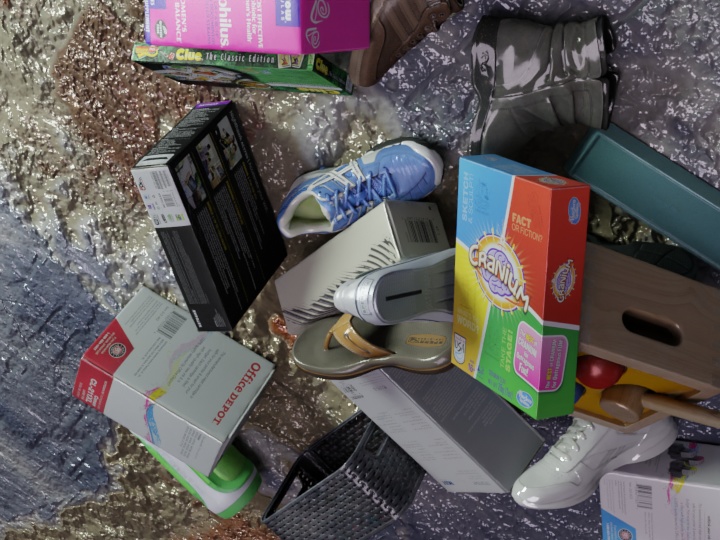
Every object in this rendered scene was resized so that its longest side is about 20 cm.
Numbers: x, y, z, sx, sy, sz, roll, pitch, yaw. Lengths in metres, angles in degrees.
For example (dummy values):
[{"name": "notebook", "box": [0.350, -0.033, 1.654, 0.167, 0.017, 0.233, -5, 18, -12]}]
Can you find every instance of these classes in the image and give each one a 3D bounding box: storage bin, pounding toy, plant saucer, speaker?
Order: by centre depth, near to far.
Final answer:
[{"name": "pounding toy", "box": [0.255, 0.088, 1.062, 0.198, 0.143, 0.184, 19, 153, -14]}, {"name": "plant saucer", "box": [0.291, -0.065, 1.076, 0.199, 0.019, 0.070, 32, 131, 1]}, {"name": "storage bin", "box": [-0.014, 0.257, 1.377, 0.094, 0.135, 0.200, 42, 131, -7]}, {"name": "speaker", "box": [-0.223, 0.232, 1.497, 0.200, 0.089, 0.088, 47, 130, -11]}]

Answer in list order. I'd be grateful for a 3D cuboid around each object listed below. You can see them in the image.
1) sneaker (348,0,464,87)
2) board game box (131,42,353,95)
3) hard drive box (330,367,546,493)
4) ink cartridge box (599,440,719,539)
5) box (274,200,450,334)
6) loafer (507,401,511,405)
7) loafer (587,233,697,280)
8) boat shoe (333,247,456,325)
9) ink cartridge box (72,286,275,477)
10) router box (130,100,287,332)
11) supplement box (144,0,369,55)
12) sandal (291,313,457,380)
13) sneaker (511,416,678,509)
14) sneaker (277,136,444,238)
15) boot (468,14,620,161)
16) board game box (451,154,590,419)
[{"name": "sneaker", "box": [0.051, -0.238, 1.035, 0.075, 0.071, 0.201, 29, 131, 3]}, {"name": "board game box", "box": [-0.116, -0.200, 1.129, 0.198, 0.105, 0.024, 7, 86, 21]}, {"name": "hard drive box", "box": [0.081, 0.153, 1.256, 0.200, 0.077, 0.156, 45, 159, -9]}, {"name": "ink cartridge box", "box": [0.365, 0.251, 1.232, 0.198, 0.068, 0.116, 5, 126, 24]}, {"name": "box", "box": [0.000, 0.000, 1.202, 0.200, 0.082, 0.069, -35, 64, 44]}, {"name": "loafer", "box": [0.125, 0.074, 1.223, 0.075, 0.068, 0.201, -5, 120, 29]}, {"name": "loafer", "box": [0.228, 0.004, 1.124, 0.198, 0.072, 0.063, 10, 134, 17]}, {"name": "boat shoe", "box": [0.059, 0.013, 1.099, 0.066, 0.199, 0.074, 5, 94, 46]}, {"name": "ink cartridge box", "box": [-0.226, 0.135, 1.388, 0.199, 0.146, 0.083, 31, 132, 3]}, {"name": "router box", "box": [-0.155, -0.058, 1.213, 0.051, 0.149, 0.202, -2, 122, 26]}, {"name": "supplement box", "box": [-0.096, -0.254, 1.030, 0.198, 0.103, 0.102, 11, 109, 35]}, {"name": "sandal", "box": [0.015, 0.067, 1.147, 0.198, 0.082, 0.055, 0, 139, 34]}, {"name": "sneaker", "box": [0.236, 0.175, 1.189, 0.075, 0.199, 0.100, 24, 139, 65]}, {"name": "sneaker", "box": [-0.001, -0.076, 1.172, 0.199, 0.077, 0.076, -19, 112, 34]}, {"name": "boot", "box": [0.170, -0.139, 1.051, 0.129, 0.068, 0.202, 9, 127, 17]}, {"name": "board game box", "box": [0.137, 0.009, 1.009, 0.153, 0.040, 0.202, -150, 57, -61]}]
